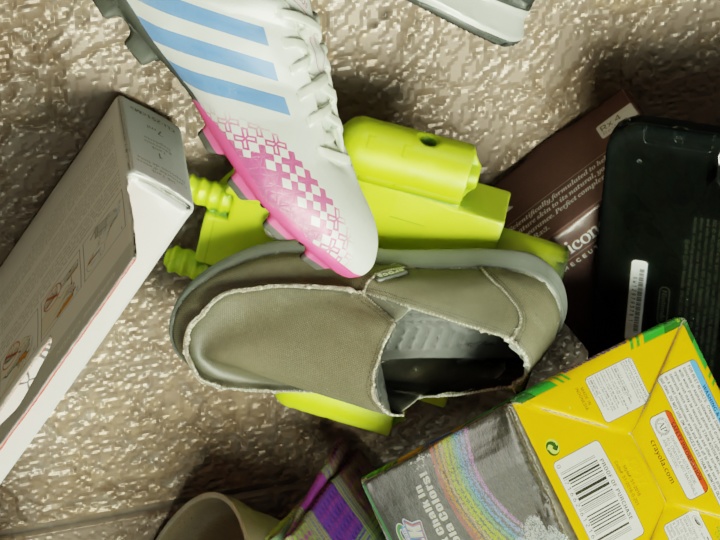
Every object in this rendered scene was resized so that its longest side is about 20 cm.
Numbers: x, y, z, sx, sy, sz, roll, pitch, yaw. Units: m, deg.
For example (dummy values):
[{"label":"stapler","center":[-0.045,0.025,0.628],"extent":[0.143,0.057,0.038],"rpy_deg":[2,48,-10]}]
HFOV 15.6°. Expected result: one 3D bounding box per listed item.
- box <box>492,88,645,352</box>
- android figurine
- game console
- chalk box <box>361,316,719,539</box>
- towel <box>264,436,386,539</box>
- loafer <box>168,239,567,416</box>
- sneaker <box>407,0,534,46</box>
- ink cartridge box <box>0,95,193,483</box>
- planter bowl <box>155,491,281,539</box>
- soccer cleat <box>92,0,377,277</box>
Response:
[{"label":"box","center":[0.162,0.009,1.422],"extent":[0.100,0.075,0.200],"rpy_deg":[-37,125,8]},{"label":"android figurine","center":[0.000,0.000,1.340],"extent":[0.199,0.041,0.183],"rpy_deg":[17,125,-2]},{"label":"game console","center":[0.216,-0.005,1.377],"extent":[0.175,0.117,0.201],"rpy_deg":[9,123,11]},{"label":"chalk box","center":[0.095,0.125,1.343],"extent":[0.123,0.125,0.200],"rpy_deg":[-23,175,-32]},{"label":"towel","center":[0.012,0.168,1.375],"extent":[0.023,0.200,0.144],"rpy_deg":[-34,93,14]},{"label":"loafer","center":[0.001,0.030,1.292],"extent":[0.199,0.070,0.075],"rpy_deg":[-6,123,11]},{"label":"sneaker","center":[0.024,-0.193,1.251],"extent":[0.200,0.076,0.116],"rpy_deg":[20,106,-37]},{"label":"ink cartridge box","center":[-0.149,0.035,1.268],"extent":[0.043,0.174,0.200],"rpy_deg":[29,111,-22]},{"label":"planter bowl","center":[-0.047,0.234,1.414],"extent":[0.134,0.200,0.201],"rpy_deg":[20,115,-22]},{"label":"soccer cleat","center":[-0.041,-0.090,1.245],"extent":[0.086,0.070,0.200],"rpy_deg":[-37,96,12]}]
